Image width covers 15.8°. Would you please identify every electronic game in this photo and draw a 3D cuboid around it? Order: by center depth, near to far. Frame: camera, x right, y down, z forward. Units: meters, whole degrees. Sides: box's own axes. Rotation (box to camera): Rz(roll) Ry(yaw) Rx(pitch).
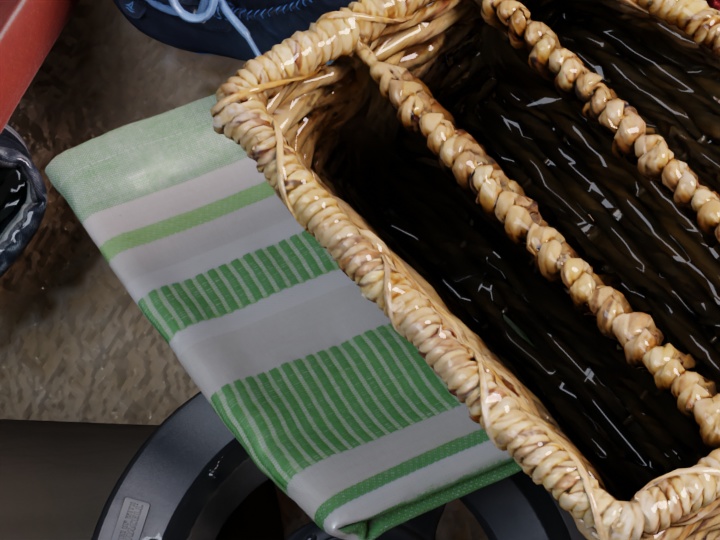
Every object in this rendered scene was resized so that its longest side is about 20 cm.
[{"bbox_3d":[-0.002,0.126,0.918,0.042,0.200,0.200,162,109,-69],"label":"electronic game"}]

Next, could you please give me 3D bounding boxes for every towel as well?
[{"bbox_3d":[0.000,0.000,0.927,0.152,0.023,0.200,-23,55,-22],"label":"towel"}]

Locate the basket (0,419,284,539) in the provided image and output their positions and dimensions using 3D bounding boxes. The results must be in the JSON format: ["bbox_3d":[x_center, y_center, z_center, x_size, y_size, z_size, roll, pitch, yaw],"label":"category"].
[{"bbox_3d":[-0.140,0.119,0.994,0.200,0.180,0.136,-3,92,18],"label":"basket"}]

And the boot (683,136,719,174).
[{"bbox_3d":[0.190,0.010,0.874,0.200,0.072,0.155,-27,68,18],"label":"boot"}]

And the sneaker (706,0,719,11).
[{"bbox_3d":[0.079,-0.138,0.949,0.200,0.079,0.096,3,84,28],"label":"sneaker"}]

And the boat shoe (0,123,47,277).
[{"bbox_3d":[-0.214,0.008,1.037,0.200,0.091,0.071,-39,106,-5],"label":"boat shoe"}]

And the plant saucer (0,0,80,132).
[{"bbox_3d":[-0.199,-0.069,1.049,0.199,0.200,0.037,-22,114,24],"label":"plant saucer"}]

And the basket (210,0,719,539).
[{"bbox_3d":[0.081,-0.016,0.804,0.143,0.149,0.200,-43,66,5],"label":"basket"}]

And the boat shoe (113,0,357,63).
[{"bbox_3d":[-0.051,-0.113,0.968,0.200,0.069,0.084,-8,59,57],"label":"boat shoe"}]
